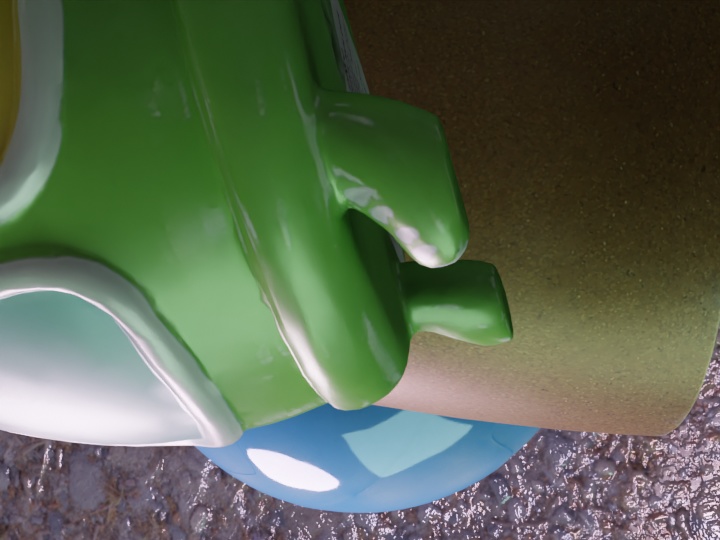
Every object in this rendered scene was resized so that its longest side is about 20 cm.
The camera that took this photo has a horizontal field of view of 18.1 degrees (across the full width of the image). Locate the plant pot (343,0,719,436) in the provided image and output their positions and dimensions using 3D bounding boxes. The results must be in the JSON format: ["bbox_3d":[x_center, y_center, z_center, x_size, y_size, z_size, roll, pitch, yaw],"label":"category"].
[{"bbox_3d":[-0.008,-0.039,0.694,0.198,0.188,0.186,-1,177,-9],"label":"plant pot"}]

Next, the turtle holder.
[{"bbox_3d":[-0.052,-0.033,0.413,0.131,0.142,0.186,-14,-179,6],"label":"turtle holder"}]

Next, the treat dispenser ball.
[{"bbox_3d":[0.000,0.000,0.948,0.199,0.202,0.201,-15,180,0],"label":"treat dispenser ball"}]
